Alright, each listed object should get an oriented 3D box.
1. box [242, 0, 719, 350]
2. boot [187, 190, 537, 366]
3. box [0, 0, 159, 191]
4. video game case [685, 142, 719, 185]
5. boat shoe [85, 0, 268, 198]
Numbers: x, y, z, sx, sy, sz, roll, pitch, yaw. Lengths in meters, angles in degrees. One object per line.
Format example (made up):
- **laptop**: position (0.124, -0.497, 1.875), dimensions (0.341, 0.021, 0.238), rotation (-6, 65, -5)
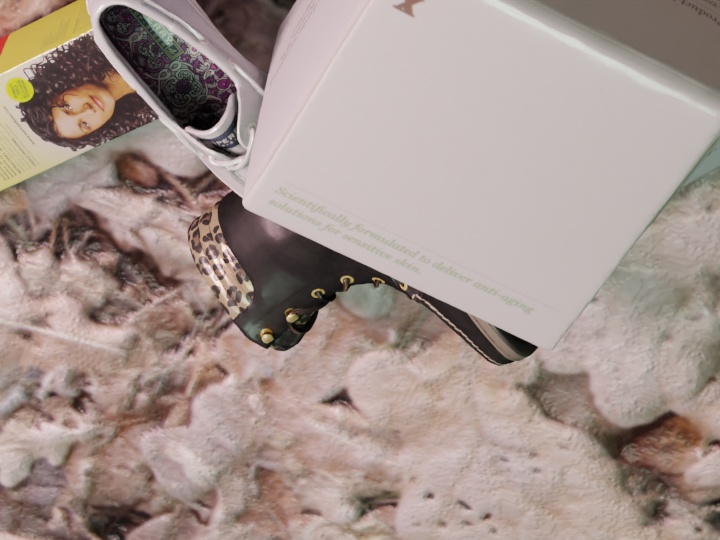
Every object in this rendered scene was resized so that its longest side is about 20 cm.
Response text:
- **box**: position (0.072, -0.108, 1.529), dimensions (0.198, 0.172, 0.200), rotation (25, 128, -13)
- **boot**: position (0.000, 0.000, 1.703), dimensions (0.200, 0.073, 0.150), rotation (47, 125, -6)
- **box**: position (-0.196, -0.098, 1.684), dimensions (0.199, 0.050, 0.075), rotation (-24, 122, 25)
- **video game case**: position (0.117, -0.110, 1.648), dimensions (0.182, 0.022, 0.200), rotation (-31, 119, 28)
- **boat shoe**: position (-0.077, -0.091, 1.597), dimensions (0.072, 0.069, 0.200), rotation (-30, 113, 18)
